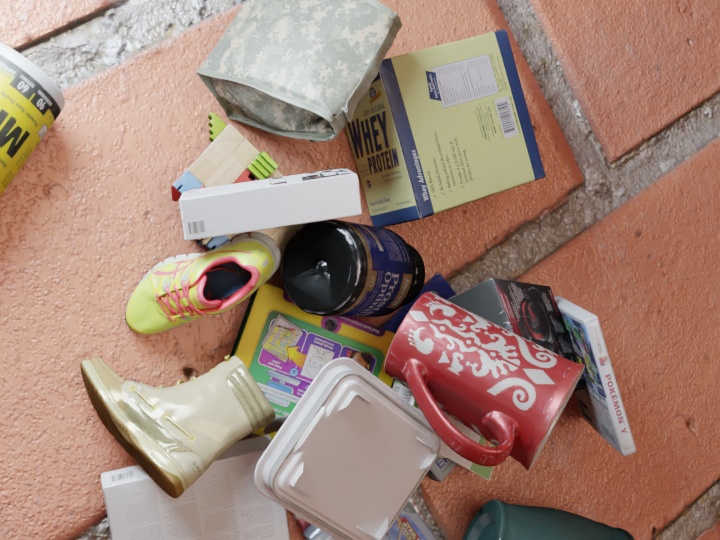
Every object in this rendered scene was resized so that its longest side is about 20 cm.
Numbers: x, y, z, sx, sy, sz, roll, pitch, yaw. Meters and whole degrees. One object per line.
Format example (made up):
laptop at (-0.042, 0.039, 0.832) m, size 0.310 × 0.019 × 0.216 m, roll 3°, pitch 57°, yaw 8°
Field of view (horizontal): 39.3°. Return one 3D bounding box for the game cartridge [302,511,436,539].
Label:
game cartridge at (0.032, 0.364, 1.264) m, size 0.133 × 0.041 × 0.201 m, roll -38°, pitch 101°, yaw -16°

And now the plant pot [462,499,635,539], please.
plant pot at (0.229, 0.397, 1.308) m, size 0.186 × 0.200 × 0.202 m, roll 25°, pitch 77°, yaw -8°

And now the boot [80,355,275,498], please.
boot at (-0.208, 0.140, 1.138) m, size 0.155 × 0.073 × 0.200 m, roll -35°, pitch 58°, yaw -27°

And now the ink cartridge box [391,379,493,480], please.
ink cartridge box at (0.119, 0.170, 1.293) m, size 0.200 × 0.048 × 0.147 m, roll 36°, pitch 67°, yaw -44°

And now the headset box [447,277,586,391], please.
headset box at (0.199, 0.095, 1.297) m, size 0.199 × 0.075 × 0.150 m, roll 7°, pitch 61°, yaw -56°

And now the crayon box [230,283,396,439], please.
crayon box at (-0.064, 0.132, 1.236) m, size 0.198 × 0.058 × 0.174 m, roll 22°, pitch 79°, yaw -11°

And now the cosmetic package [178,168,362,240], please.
cosmetic package at (-0.102, -0.077, 1.139) m, size 0.198 × 0.083 × 0.051 m, roll -9°, pitch 99°, yaw -6°

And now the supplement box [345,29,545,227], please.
supplement box at (0.101, -0.181, 1.305) m, size 0.198 × 0.134 × 0.202 m, roll -18°, pitch 95°, yaw -25°

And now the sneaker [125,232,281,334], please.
sneaker at (-0.188, 0.021, 1.148) m, size 0.199 × 0.090 × 0.079 m, roll -28°, pitch 107°, yaw 12°

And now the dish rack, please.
dish rack at (-0.002, 0.208, 1.092) m, size 0.200 × 0.043 × 0.172 m, roll 40°, pitch 83°, yaw -34°

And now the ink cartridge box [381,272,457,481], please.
ink cartridge box at (0.107, 0.139, 1.340) m, size 0.200 × 0.041 × 0.201 m, roll -44°, pitch 104°, yaw -21°

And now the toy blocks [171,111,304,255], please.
toy blocks at (-0.151, -0.072, 1.212) m, size 0.200 × 0.100 × 0.137 m, roll 44°, pitch 80°, yaw -12°

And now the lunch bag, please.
lunch bag at (-0.061, -0.246, 1.193) m, size 0.165 × 0.199 × 0.118 m, roll -60°, pitch 148°, yaw -16°

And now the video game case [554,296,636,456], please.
video game case at (0.308, 0.135, 1.351) m, size 0.023 × 0.200 × 0.184 m, roll -18°, pitch 96°, yaw 0°

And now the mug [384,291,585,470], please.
mug at (0.131, 0.118, 1.129) m, size 0.199 × 0.177 × 0.134 m, roll 30°, pitch 101°, yaw 16°

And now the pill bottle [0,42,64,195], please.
pill bottle at (-0.416, -0.135, 1.072) m, size 0.114 × 0.114 × 0.201 m, roll 36°, pitch 73°, yaw -19°

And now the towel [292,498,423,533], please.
towel at (-0.013, 0.299, 1.283) m, size 0.146 × 0.030 × 0.201 m, roll -33°, pitch 100°, yaw -21°

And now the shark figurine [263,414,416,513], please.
shark figurine at (-0.027, 0.222, 1.148) m, size 0.127 × 0.090 × 0.215 m, roll -23°, pitch 131°, yaw 12°

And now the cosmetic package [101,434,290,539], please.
cosmetic package at (-0.185, 0.287, 1.156) m, size 0.198 × 0.052 × 0.153 m, roll -10°, pitch 101°, yaw -15°

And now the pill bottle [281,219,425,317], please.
pill bottle at (0.000, 0.000, 1.219) m, size 0.199 × 0.111 × 0.113 m, roll 5°, pitch 83°, yaw -61°
